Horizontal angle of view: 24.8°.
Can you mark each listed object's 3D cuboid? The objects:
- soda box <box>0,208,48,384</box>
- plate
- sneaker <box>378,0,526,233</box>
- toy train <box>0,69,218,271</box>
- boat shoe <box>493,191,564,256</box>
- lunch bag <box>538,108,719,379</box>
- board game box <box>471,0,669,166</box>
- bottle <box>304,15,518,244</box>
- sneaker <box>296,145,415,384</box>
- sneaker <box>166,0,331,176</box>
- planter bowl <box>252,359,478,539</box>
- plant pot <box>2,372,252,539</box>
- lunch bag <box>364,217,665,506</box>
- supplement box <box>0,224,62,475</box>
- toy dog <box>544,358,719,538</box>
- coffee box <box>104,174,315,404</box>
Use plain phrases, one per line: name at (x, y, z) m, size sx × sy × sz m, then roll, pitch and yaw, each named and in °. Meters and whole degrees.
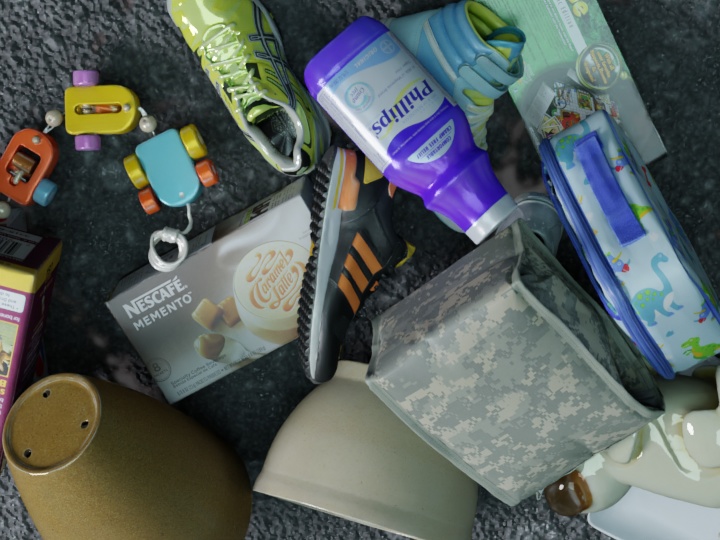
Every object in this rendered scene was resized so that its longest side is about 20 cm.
soda box at (-0.328, 0.049, 1.479) m, size 0.068 × 0.064 × 0.201 m, roll -4°, pitch 107°, yaw 3°
plate at (0.340, 0.192, 1.518) m, size 0.199 × 0.032 × 0.200 m, roll 27°, pitch 107°, yaw -7°
sneaker at (0.096, -0.134, 1.381) m, size 0.130 × 0.080 × 0.201 m, roll -18°, pitch 108°, yaw 27°
toy train at (-0.220, -0.087, 1.423) m, size 0.199 × 0.056 × 0.151 m, roll 25°, pitch 94°, yaw 5°
boat shoe at (0.122, 0.027, 1.434) m, size 0.070 × 0.072 × 0.202 m, roll 21°, pitch 123°, yaw 4°
lunch bag at (0.221, -0.024, 1.338) m, size 0.082 × 0.201 × 0.161 m, roll -29°, pitch 141°, yaw 11°
board game box at (0.178, -0.165, 1.412) m, size 0.104 × 0.023 × 0.201 m, roll -24°, pitch 106°, yaw 12°
bottle at (0.044, -0.110, 1.325) m, size 0.083 × 0.065 × 0.200 m, roll -41°, pitch 86°, yaw -6°
sneaker at (0.000, 0.000, 1.369) m, size 0.089 × 0.070 × 0.201 m, roll 6°, pitch 97°, yaw -10°
sneaker at (-0.092, -0.168, 1.392) m, size 0.075 × 0.076 × 0.200 m, roll -36°, pitch 102°, yaw 14°
planter bowl at (0.019, 0.158, 1.450) m, size 0.199 × 0.200 × 0.135 m, roll 18°, pitch 81°, yaw -4°
plant pot at (-0.218, 0.175, 1.409) m, size 0.186 × 0.187 × 0.200 m, roll -24°, pitch 142°, yaw 9°
lunch bag at (0.130, 0.086, 1.344) m, size 0.164 × 0.118 × 0.200 m, roll -35°, pitch 112°, yaw 23°
supplement box at (-0.342, 0.062, 1.396) m, size 0.130 × 0.103 × 0.201 m, roll 16°, pitch 108°, yaw -2°
toy dog at (0.250, 0.148, 1.437) m, size 0.199 × 0.140 × 0.195 m, roll -14°, pitch 113°, yaw 19°
coffee box at (-0.108, 0.016, 1.450) m, size 0.199 × 0.080 × 0.115 m, roll -27°, pitch 105°, yaw 9°
